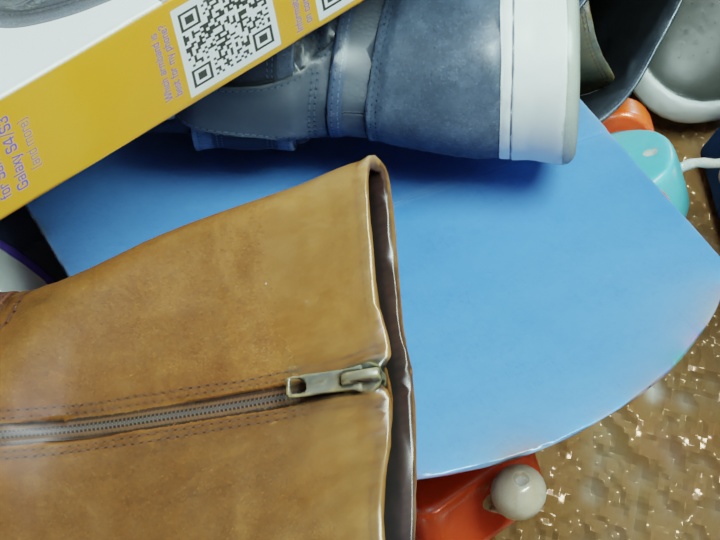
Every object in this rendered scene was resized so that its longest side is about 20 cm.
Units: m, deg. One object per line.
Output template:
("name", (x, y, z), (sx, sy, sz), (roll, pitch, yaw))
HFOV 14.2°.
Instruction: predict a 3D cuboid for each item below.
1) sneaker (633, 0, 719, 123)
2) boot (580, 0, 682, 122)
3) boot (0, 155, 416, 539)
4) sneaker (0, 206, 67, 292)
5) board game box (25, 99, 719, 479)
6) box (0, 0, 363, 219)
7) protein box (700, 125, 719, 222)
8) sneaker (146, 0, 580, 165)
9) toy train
("sneaker", (0.163, -0.132, 0.958), (0.071, 0.099, 0.200), (45, 65, 5))
("boot", (0.025, -0.064, 0.878), (0.097, 0.075, 0.200), (9, 50, 35))
("boot", (-0.089, 0.004, 0.715), (0.199, 0.068, 0.189), (-16, 66, 21))
("sneaker", (-0.145, -0.062, 0.861), (0.199, 0.081, 0.147), (28, 54, 2))
("board game box", (0.000, 0.000, 0.795), (0.157, 0.039, 0.200), (-20, 44, -18))
("box", (-0.086, -0.079, 0.723), (0.200, 0.042, 0.119), (-32, 51, -20))
("protein box", (0.217, 0.008, 0.854), (0.134, 0.199, 0.201), (-7, 69, -18))
("sneaker", (-0.012, -0.107, 0.828), (0.145, 0.077, 0.203), (-1, 39, 3))
("toy train", (0.050, 0.024, 0.853), (0.200, 0.150, 0.056), (-37, 125, -28))
